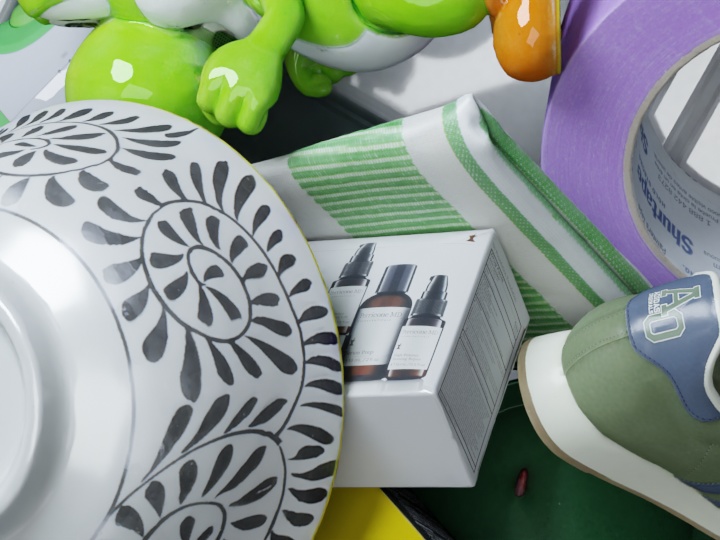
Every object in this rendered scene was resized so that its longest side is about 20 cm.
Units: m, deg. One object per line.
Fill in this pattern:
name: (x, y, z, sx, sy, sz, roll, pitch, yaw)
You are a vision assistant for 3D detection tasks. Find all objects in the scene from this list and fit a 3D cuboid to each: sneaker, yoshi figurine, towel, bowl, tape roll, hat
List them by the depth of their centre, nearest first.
bowl: (-0.114, 0.040, 0.631, 0.199, 0.094, 0.203, 0, 89, 28)
yoshi figurine: (-0.026, -0.082, 0.699, 0.198, 0.113, 0.113, -1, 55, 3)
sneaker: (0.156, 0.054, 0.700, 0.090, 0.199, 0.068, -34, 47, 37)
tape roll: (0.168, -0.054, 0.710, 0.198, 0.066, 0.201, 6, 130, 7)
hat: (0.077, 0.165, 0.716, 0.165, 0.177, 0.200, 26, 117, -26)
towel: (0.000, 0.000, 0.733, 0.199, 0.152, 0.024, -12, 51, 37)

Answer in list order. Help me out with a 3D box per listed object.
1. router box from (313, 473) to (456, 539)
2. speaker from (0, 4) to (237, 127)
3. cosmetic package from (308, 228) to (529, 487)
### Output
router box: (-0.038, 0.166, 0.674, 0.051, 0.149, 0.201, 36, 94, -37)
speaker: (-0.072, -0.119, 0.780, 0.200, 0.088, 0.089, -43, 89, 12)
cosmetic package: (-0.045, 0.033, 0.697, 0.198, 0.083, 0.051, -4, 130, 26)
